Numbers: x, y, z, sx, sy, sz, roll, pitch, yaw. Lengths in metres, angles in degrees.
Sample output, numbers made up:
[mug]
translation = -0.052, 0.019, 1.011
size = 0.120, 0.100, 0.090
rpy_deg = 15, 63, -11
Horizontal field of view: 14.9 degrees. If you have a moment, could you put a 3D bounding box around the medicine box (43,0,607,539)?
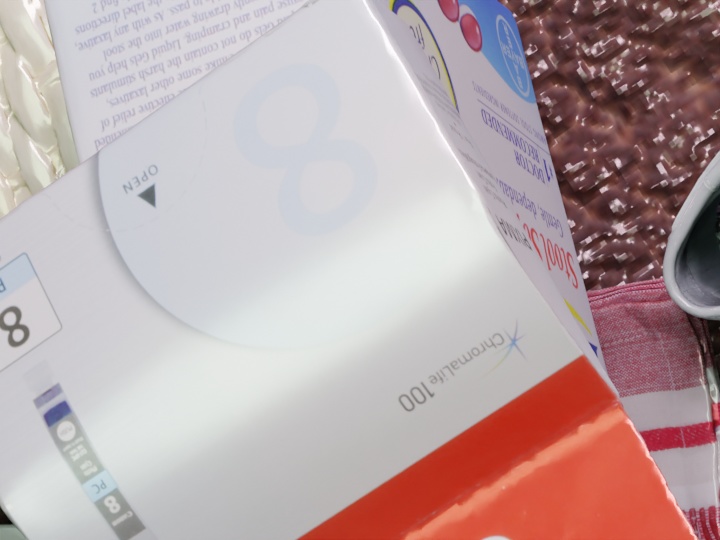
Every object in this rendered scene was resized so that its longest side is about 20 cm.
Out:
[medicine box]
translation = 0.000, 0.000, 0.872
size = 0.102, 0.182, 0.201
rpy_deg = -19, 74, 17

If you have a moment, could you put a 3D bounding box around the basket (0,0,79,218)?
[basket]
translation = -0.127, -0.040, 0.960
size = 0.135, 0.123, 0.201
rpy_deg = -27, 84, 16

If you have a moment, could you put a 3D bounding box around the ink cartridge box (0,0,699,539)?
[ink cartridge box]
translation = -0.016, 0.047, 0.745
size = 0.160, 0.047, 0.201
rpy_deg = -33, 68, 12

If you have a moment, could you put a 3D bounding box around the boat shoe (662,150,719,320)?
[boat shoe]
translation = 0.168, -0.046, 0.859
size = 0.070, 0.071, 0.201
rpy_deg = 51, 130, 10

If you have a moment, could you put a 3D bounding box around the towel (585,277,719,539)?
[towel]
translation = 0.070, 0.112, 0.959
size = 0.143, 0.023, 0.201
rpy_deg = -14, 89, 18

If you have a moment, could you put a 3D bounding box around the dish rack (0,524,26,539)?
[dish rack]
translation = -0.164, 0.192, 1.025
size = 0.171, 0.044, 0.201
rpy_deg = -1, 93, 18
